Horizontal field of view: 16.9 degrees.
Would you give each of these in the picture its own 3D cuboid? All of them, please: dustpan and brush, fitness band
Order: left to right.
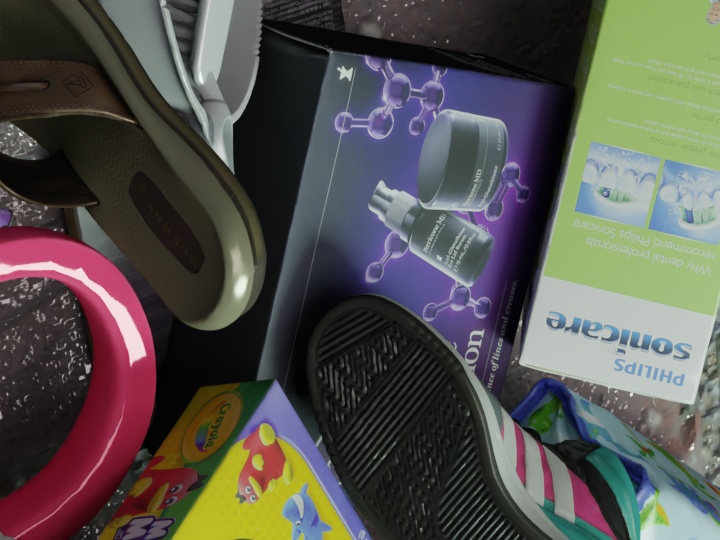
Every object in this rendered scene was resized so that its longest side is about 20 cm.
[{"bbox_3d":[-0.169,0.063,0.933,0.199,0.037,0.144,-31,125,-26],"label":"fitness band"},{"bbox_3d":[-0.066,-0.085,0.963,0.139,0.057,0.202,17,80,-72],"label":"dustpan and brush"}]

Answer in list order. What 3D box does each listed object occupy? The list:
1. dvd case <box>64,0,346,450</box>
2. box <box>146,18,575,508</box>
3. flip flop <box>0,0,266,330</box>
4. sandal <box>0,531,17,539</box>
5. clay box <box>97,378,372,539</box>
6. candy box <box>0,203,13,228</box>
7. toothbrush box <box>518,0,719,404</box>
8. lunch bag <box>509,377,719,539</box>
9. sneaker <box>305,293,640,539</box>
[{"bbox_3d":[-0.062,-0.033,1.075,0.148,0.016,0.201,-22,117,-29],"label":"dvd case"},{"bbox_3d":[0.000,0.000,1.074,0.140,0.079,0.201,5,103,-34],"label":"box"},{"bbox_3d":[-0.116,-0.051,0.924,0.057,0.200,0.081,-27,157,-37],"label":"flip flop"},{"bbox_3d":[-0.177,0.111,0.885,0.050,0.083,0.203,-22,137,21],"label":"sandal"},{"bbox_3d":[-0.065,0.151,0.947,0.115,0.047,0.200,60,40,-27],"label":"clay box"},{"bbox_3d":[-0.246,0.048,0.937,0.167,0.071,0.201,13,97,-38],"label":"candy box"},{"bbox_3d":[0.135,-0.056,1.115,0.085,0.146,0.201,12,101,3],"label":"toothbrush box"},{"bbox_3d":[0.103,0.182,1.206,0.200,0.128,0.170,-49,131,8],"label":"lunch bag"},{"bbox_3d":[0.057,0.087,1.049,0.083,0.121,0.201,-35,92,14],"label":"sneaker"}]
